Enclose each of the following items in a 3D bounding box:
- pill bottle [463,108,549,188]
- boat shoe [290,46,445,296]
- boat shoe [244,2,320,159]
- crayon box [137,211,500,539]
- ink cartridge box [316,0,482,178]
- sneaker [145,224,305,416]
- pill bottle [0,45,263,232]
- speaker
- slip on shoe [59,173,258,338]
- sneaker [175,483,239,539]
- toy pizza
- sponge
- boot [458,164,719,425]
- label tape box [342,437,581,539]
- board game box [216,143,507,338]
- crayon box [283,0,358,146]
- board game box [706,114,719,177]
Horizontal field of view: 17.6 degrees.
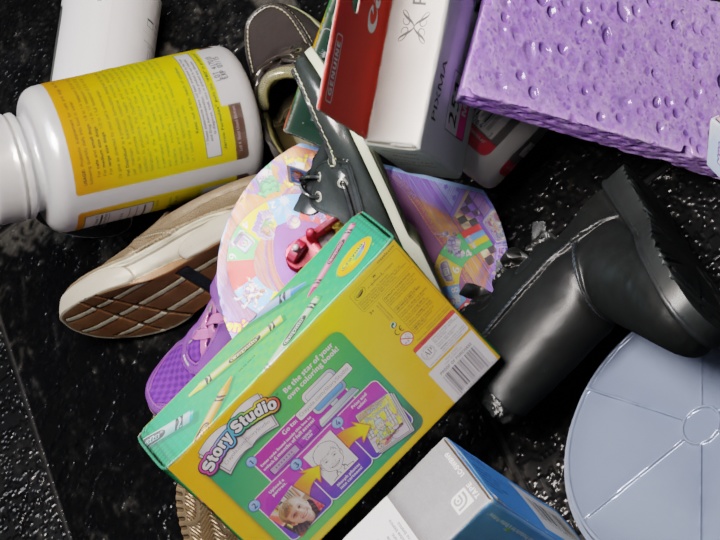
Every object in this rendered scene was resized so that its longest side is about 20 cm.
[{"bbox_3d":[0.117,-0.162,1.581,0.200,0.111,0.111,-46,49,6],"label":"pill bottle"},{"bbox_3d":[-0.009,-0.044,1.509,0.066,0.200,0.075,-26,11,4],"label":"boat shoe"},{"bbox_3d":[-0.046,-0.132,1.711,0.073,0.065,0.200,-38,50,15],"label":"boat shoe"},{"bbox_3d":[-0.025,0.078,1.444,0.200,0.119,0.058,-45,30,-3],"label":"crayon box"},{"bbox_3d":[0.038,-0.173,1.457,0.043,0.174,0.201,9,84,20],"label":"ink cartridge box"},{"bbox_3d":[-0.083,0.032,1.639,0.200,0.088,0.081,-38,52,15],"label":"sneaker"},{"bbox_3d":[-0.179,-0.093,1.696,0.199,0.109,0.109,-14,50,-18],"label":"pill bottle"},{"bbox_3d":[-0.205,-0.129,1.813,0.081,0.081,0.201,-10,62,31],"label":"speaker"},{"bbox_3d":[-0.136,-0.011,1.703,0.200,0.076,0.061,-28,49,29],"label":"slip on shoe"},{"bbox_3d":[-0.061,0.215,1.552,0.070,0.108,0.201,-7,94,30],"label":"sneaker"},{"bbox_3d":[0.215,0.101,1.423,0.200,0.032,0.201,-22,48,27],"label":"toy pizza"},{"bbox_3d":[0.168,-0.135,1.498,0.030,0.199,0.112,128,156,-71],"label":"sponge"},{"bbox_3d":[0.139,0.034,1.460,0.162,0.073,0.198,-43,29,14],"label":"boot"},{"bbox_3d":[0.033,0.212,1.427,0.200,0.144,0.063,-46,49,7],"label":"label tape box"},{"bbox_3d":[0.000,0.000,1.560,0.199,0.039,0.159,15,80,6],"label":"board game box"},{"bbox_3d":[0.006,-0.182,1.611,0.200,0.051,0.127,-69,1,-59],"label":"crayon box"},{"bbox_3d":[0.339,-0.051,1.345,0.199,0.041,0.200,-21,47,-18],"label":"board game box"}]
